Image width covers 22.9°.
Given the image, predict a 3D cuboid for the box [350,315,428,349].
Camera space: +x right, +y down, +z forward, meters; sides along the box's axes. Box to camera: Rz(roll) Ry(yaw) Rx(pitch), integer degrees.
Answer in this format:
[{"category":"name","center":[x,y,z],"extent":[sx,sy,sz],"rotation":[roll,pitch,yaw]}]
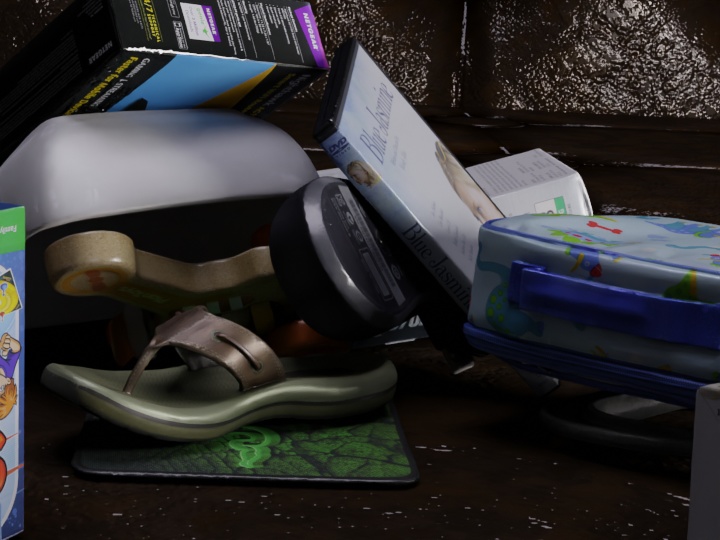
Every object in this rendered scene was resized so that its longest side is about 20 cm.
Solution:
[{"category":"box","center":[-0.011,0.005,1.186],"extent":[0.159,0.046,0.200],"rotation":[-6,13,-40]}]

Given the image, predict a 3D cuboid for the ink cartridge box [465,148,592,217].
[{"category":"ink cartridge box","center":[0.043,-0.028,1.177],"extent":[0.200,0.050,0.161],"rotation":[-17,10,0]}]

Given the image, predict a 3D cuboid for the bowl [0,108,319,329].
[{"category":"bowl","center":[-0.141,-0.033,1.036],"extent":[0.199,0.075,0.200],"rotation":[-7,-18,-34]}]

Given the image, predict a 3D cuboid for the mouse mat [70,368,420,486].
[{"category":"mouse mat","center":[-0.058,0.075,0.897],"extent":[0.161,0.008,0.200],"rotation":[2,9,-5]}]

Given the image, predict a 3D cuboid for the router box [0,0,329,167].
[{"category":"router box","center":[-0.138,-0.099,1.045],"extent":[0.149,0.051,0.200],"rotation":[0,-21,-43]}]

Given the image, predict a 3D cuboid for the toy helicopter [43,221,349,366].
[{"category":"toy helicopter","center":[-0.105,0.013,0.979],"extent":[0.132,0.079,0.200],"rotation":[-20,-22,28]}]

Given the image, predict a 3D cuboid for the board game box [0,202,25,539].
[{"category":"board game box","center":[-0.187,0.052,0.623],"extent":[0.034,0.136,0.200],"rotation":[7,11,23]}]

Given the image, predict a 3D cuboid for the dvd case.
[{"category":"dvd case","center":[0.048,-0.034,1.014],"extent":[0.018,0.200,0.143],"rotation":[-35,18,20]}]

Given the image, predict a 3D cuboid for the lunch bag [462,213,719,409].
[{"category":"lunch bag","center":[0.162,0.020,0.903],"extent":[0.200,0.083,0.161],"rotation":[12,8,33]}]

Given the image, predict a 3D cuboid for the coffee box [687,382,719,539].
[{"category":"coffee box","center":[0.242,0.083,0.732],"extent":[0.200,0.080,0.113],"rotation":[-6,12,-40]}]

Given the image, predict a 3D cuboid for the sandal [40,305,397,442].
[{"category":"sandal","center":[-0.069,0.044,0.879],"extent":[0.201,0.057,0.080],"rotation":[-4,14,-40]}]

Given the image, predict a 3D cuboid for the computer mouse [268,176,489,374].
[{"category":"computer mouse","center":[0.000,0.000,0.971],"extent":[0.053,0.139,0.200],"rotation":[-27,-8,19]}]

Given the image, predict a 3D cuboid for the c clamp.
[{"category":"c clamp","center":[0.198,0.075,0.916],"extent":[0.200,0.027,0.171],"rotation":[-6,14,-42]}]

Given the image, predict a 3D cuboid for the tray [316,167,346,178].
[{"category":"tray","center":[-0.074,-0.046,1.200],"extent":[0.200,0.022,0.107],"rotation":[-7,11,13]}]
